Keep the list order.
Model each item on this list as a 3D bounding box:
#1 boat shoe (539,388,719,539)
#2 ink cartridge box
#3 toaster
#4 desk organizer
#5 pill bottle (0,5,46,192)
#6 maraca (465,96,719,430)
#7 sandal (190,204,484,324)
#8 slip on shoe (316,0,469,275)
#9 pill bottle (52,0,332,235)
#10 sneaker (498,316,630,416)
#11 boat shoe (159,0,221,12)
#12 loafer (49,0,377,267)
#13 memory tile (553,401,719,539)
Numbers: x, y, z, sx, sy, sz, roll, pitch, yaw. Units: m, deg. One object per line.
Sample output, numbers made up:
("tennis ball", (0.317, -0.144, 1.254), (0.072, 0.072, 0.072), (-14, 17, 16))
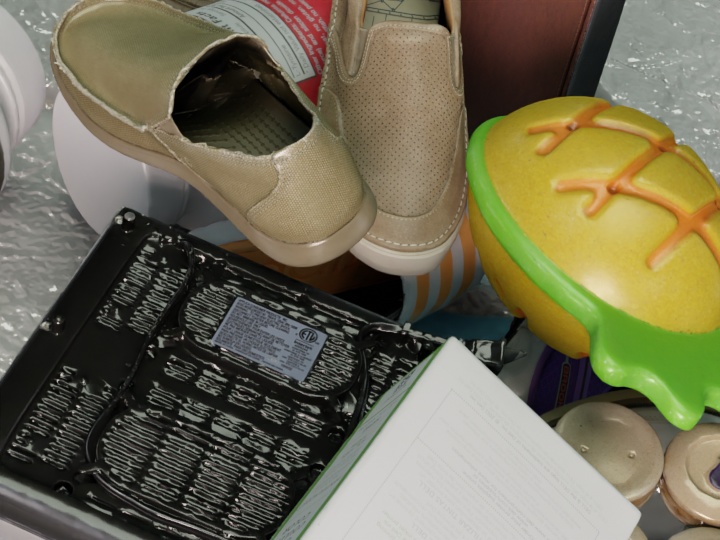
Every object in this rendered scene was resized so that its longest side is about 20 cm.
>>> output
("boat shoe", (0.164, 0.106, 0.918), (0.199, 0.075, 0.069), (3, 42, -14))
("ink cartridge box", (0.013, 0.128, 0.708), (0.104, 0.059, 0.200), (43, 47, -4))
("toaster", (-0.058, 0.090, 0.833), (0.199, 0.119, 0.181), (22, 45, 5))
("desk organizer", (0.095, -0.141, 1.049), (0.077, 0.201, 0.072), (27, 45, 13))
("pill bottle", (-0.234, -0.043, 0.914), (0.113, 0.114, 0.200), (24, 44, 7))
("maraca", (0.119, -0.003, 0.888), (0.136, 0.107, 0.201), (4, 41, -33))
("sandal", (-0.002, 0.005, 0.961), (0.205, 0.079, 0.059), (-14, 57, -20))
("slip on shoe", (0.019, -0.095, 0.935), (0.075, 0.061, 0.201), (8, 58, -6))
("pill bottle", (-0.053, -0.086, 1.012), (0.199, 0.113, 0.112), (-24, 57, -34))
("sneaker", (0.128, 0.024, 1.002), (0.083, 0.081, 0.200), (36, 55, 1))
("boat shoe", (-0.097, -0.171, 1.119), (0.071, 0.065, 0.201), (27, 63, -2))
("loafer", (-0.069, -0.079, 0.877), (0.200, 0.068, 0.076), (34, 60, 31))
("memory tile", (0.169, 0.134, 0.810), (0.199, 0.017, 0.154), (12, 54, 2))
